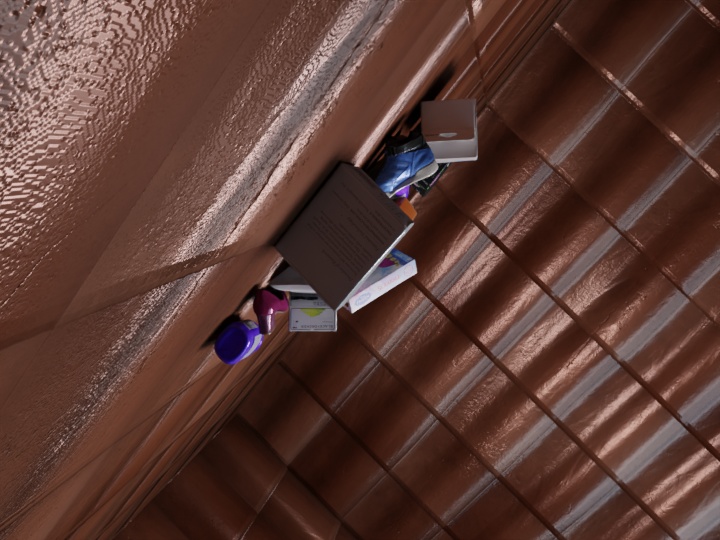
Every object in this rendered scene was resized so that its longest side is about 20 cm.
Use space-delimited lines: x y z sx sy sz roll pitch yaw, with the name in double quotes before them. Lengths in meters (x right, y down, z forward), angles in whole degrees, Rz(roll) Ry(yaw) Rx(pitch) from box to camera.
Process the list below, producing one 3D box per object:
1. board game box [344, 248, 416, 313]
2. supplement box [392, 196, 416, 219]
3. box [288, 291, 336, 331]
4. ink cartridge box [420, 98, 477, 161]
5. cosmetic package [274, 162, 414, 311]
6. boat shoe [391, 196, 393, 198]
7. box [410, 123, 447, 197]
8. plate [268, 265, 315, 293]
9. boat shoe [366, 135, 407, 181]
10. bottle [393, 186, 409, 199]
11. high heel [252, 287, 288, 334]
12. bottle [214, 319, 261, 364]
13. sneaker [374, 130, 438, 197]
"board game box" 0.000 0.000 1.426 0.196 0.042 0.198 -30 -145 -24
"supplement box" 0.066 -0.151 1.686 0.197 0.069 0.067 -2 -134 53
"box" -0.117 0.077 1.441 0.201 0.112 0.062 -104 -164 -70
"ink cartridge box" 0.205 -0.317 1.368 0.200 0.124 0.130 -37 125 -77
"cosmetic package" -0.025 -0.068 1.126 0.201 0.166 0.167 -48 177 13
"boat shoe" 0.017 -0.137 1.526 0.198 0.074 0.075 -37 175 -8
"box" 0.181 -0.308 1.618 0.149 0.124 0.200 -48 178 -1
"plate" -0.078 0.007 1.347 0.194 0.033 0.199 1 -158 24
"boat shoe" 0.052 -0.217 1.380 0.203 0.071 0.072 -56 176 2
"bottle" 0.093 -0.236 1.621 0.200 0.080 0.068 52 46 -84
"high heel" -0.192 0.051 1.295 0.201 0.065 0.099 -99 -172 -68
"bottle" -0.252 0.148 1.283 0.084 0.065 0.200 -48 178 1
"sneaker" 0.060 -0.225 1.285 0.195 0.113 0.077 -26 -161 9
